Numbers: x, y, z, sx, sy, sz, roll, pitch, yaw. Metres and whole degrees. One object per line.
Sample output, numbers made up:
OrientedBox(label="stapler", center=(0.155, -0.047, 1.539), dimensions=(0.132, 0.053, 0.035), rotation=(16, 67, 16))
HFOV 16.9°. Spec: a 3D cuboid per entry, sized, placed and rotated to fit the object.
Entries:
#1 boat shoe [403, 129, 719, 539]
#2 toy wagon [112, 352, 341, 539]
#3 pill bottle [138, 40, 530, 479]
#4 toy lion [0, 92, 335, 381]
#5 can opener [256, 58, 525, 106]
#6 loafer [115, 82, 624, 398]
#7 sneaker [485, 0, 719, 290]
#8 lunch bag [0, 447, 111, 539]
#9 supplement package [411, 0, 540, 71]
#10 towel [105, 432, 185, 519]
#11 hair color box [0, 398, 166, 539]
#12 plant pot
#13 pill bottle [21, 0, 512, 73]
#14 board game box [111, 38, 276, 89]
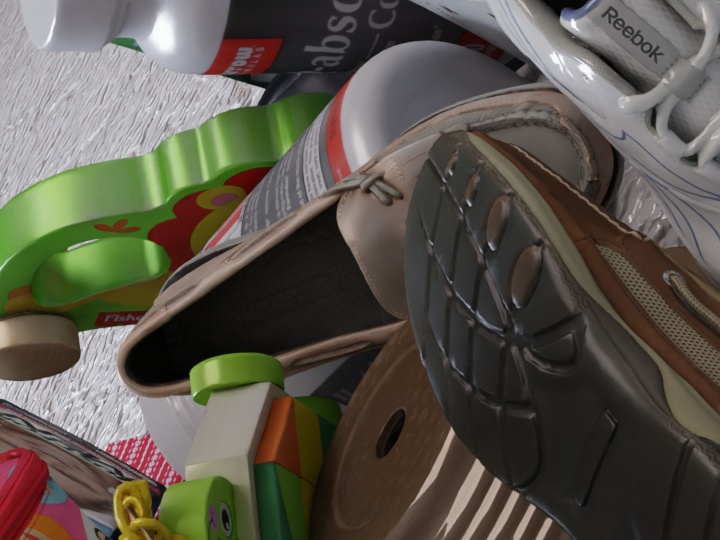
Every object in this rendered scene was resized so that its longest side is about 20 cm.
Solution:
OrientedBox(label="boat shoe", center=(0.080, 0.036, 0.681), dimensions=(0.200, 0.074, 0.076), rotation=(56, 136, 39))
OrientedBox(label="toy wagon", center=(-0.028, 0.107, 0.812), dimensions=(0.200, 0.039, 0.156), rotation=(44, -143, -67))
OrientedBox(label="pill bottle", center=(-0.004, 0.009, 0.970), dimensions=(0.200, 0.116, 0.116), rotation=(-45, 24, 42))
OrientedBox(label="toy lion", center=(-0.061, -0.019, 1.063), dimensions=(0.192, 0.200, 0.069), rotation=(124, 139, -59))
OrientedBox(label="can opener", center=(0.037, -0.092, 1.101), dimensions=(0.200, 0.079, 0.063), rotation=(-32, 40, 36))
OrientedBox(label="loafer", center=(0.000, 0.000, 0.841), dimensions=(0.200, 0.072, 0.063), rotation=(-26, 4, 30))
OrientedBox(label="sneaker", center=(0.094, -0.046, 0.679), dimensions=(0.075, 0.200, 0.087), rotation=(-50, -18, 9))
OrientedBox(label="lunch bag", center=(-0.154, 0.149, 0.761), dimensions=(0.176, 0.082, 0.200), rotation=(-28, 19, 34))
OrientedBox(label="supplement package", center=(0.106, -0.120, 0.851), dimensions=(0.117, 0.117, 0.200), rotation=(-62, 17, 1))
OrientedBox(label="towel", center=(-0.120, 0.149, 1.247), dimensions=(0.200, 0.022, 0.145), rotation=(-18, 47, 66))
OrientedBox(label="hair color box", center=(-0.153, 0.110, 1.101), dimensions=(0.061, 0.100, 0.200), rotation=(-63, -1, 1))
OrientedBox(label="plant pot", center=(0.047, 0.072, 0.779), dimensions=(0.201, 0.093, 0.201), rotation=(-53, 21, 30))
OrientedBox(label="pill bottle", center=(-0.033, -0.138, 0.981), dimensions=(0.116, 0.200, 0.116), rotation=(177, 90, -72))
OrientedBox(label="board game box", center=(-0.039, -0.124, 1.127), dimensions=(0.105, 0.200, 0.024), rotation=(-40, 44, 48))
